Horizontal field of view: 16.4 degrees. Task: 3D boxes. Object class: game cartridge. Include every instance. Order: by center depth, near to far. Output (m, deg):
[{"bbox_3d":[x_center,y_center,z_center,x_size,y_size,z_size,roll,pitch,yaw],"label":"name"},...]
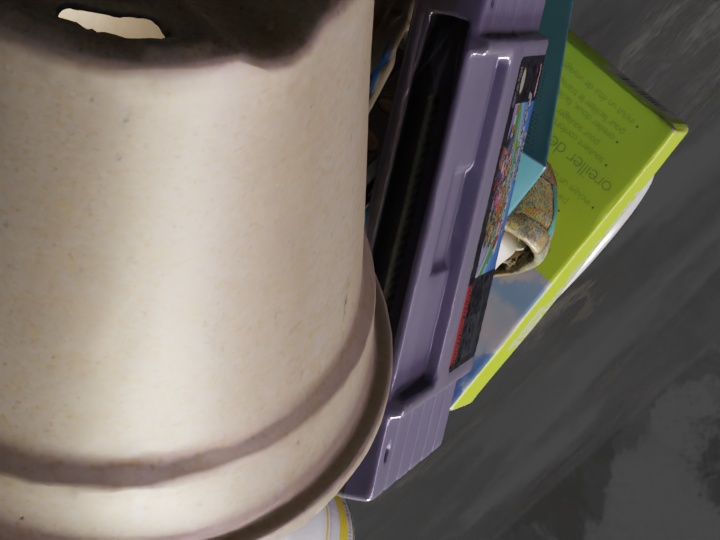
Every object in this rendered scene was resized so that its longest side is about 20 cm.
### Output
[{"bbox_3d":[0.030,-0.023,0.919,0.130,0.038,0.200,-15,119,-72],"label":"game cartridge"}]

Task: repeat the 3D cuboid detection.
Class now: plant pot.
[{"bbox_3d":[-0.073,-0.042,0.733,0.200,0.200,0.184,-35,153,-35],"label":"plant pot"}]

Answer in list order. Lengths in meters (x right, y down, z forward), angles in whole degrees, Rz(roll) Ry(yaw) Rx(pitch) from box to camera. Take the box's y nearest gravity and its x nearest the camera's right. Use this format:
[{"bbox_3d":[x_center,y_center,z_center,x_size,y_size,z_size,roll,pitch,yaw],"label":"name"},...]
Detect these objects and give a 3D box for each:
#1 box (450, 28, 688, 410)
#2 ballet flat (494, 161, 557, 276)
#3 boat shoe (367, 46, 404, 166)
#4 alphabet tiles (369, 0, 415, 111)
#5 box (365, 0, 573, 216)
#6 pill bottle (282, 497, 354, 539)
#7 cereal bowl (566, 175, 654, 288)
[{"bbox_3d":[0.051,-0.029,1.220,0.200,0.122,0.048,-52,168,12],"label":"box"},{"bbox_3d":[0.000,0.000,1.169,0.200,0.071,0.071,-20,175,19],"label":"ballet flat"},{"bbox_3d":[-0.054,-0.043,1.043,0.200,0.075,0.073,-41,-175,-6],"label":"boat shoe"},{"bbox_3d":[0.029,-0.148,0.932,0.196,0.015,0.200,-62,169,-7],"label":"alphabet tiles"},{"bbox_3d":[0.046,-0.074,1.085,0.082,0.049,0.200,-51,-168,28],"label":"box"},{"bbox_3d":[-0.070,0.154,1.504,0.112,0.112,0.200,-44,167,-1],"label":"pill bottle"},{"bbox_3d":[0.073,-0.018,1.458,0.200,0.083,0.200,-41,167,-12],"label":"cereal bowl"}]
